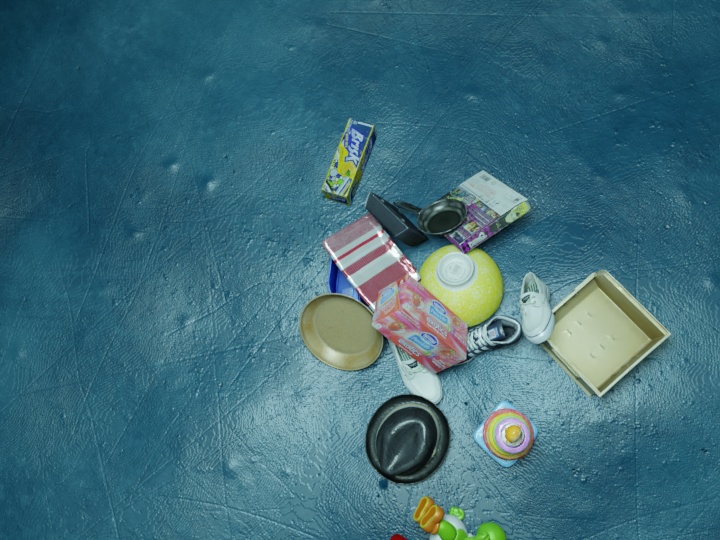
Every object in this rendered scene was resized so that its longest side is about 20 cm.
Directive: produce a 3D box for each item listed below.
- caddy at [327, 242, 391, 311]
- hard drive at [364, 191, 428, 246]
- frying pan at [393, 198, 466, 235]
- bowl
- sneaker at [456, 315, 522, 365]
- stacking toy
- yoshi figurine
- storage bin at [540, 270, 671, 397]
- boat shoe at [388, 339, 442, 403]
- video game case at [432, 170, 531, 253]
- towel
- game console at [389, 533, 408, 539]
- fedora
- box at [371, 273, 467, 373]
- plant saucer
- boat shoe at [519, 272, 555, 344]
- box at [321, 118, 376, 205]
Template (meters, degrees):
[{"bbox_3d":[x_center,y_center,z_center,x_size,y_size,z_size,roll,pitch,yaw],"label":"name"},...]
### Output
[{"bbox_3d":[0.000,0.000,1.453,0.141,0.105,0.201,4,76,8],"label":"caddy"},{"bbox_3d":[0.081,-0.111,1.428,0.135,0.200,0.042,45,100,16],"label":"hard drive"},{"bbox_3d":[0.150,-0.116,1.417,0.190,0.031,0.115,-2,46,28],"label":"frying pan"},{"bbox_3d":[0.217,0.017,1.400,0.200,0.108,0.201,-6,63,11],"label":"bowl"},{"bbox_3d":[0.261,0.152,1.377,0.199,0.109,0.070,-18,73,3],"label":"sneaker"},{"bbox_3d":[0.306,0.333,1.276,0.110,0.200,0.116,41,83,16],"label":"stacking toy"},{"bbox_3d":[0.216,0.530,1.282,0.200,0.112,0.113,37,40,-10],"label":"yoshi figurine"},{"bbox_3d":[0.509,0.134,1.356,0.200,0.094,0.199,-40,74,-3],"label":"storage bin"},{"bbox_3d":[0.113,0.209,1.396,0.073,0.067,0.200,-33,74,-2],"label":"boat shoe"},{"bbox_3d":[0.260,-0.139,1.432,0.181,0.036,0.200,-34,34,-2],"label":"video game case"},{"bbox_3d":[0.026,-0.020,1.399,0.144,0.023,0.200,-34,79,-21],"label":"towel"},{"bbox_3d":[0.122,0.686,1.304,0.172,0.119,0.200,28,80,-18],"label":"game console"},{"bbox_3d":[0.094,0.366,1.332,0.200,0.092,0.201,0,88,12],"label":"fedora"},{"bbox_3d":[0.130,0.115,1.332,0.095,0.200,0.103,-32,29,35],"label":"box"},{"bbox_3d":[-0.040,0.133,1.416,0.200,0.035,0.201,8,118,16],"label":"plant saucer"},{"bbox_3d":[0.368,0.077,1.350,0.073,0.200,0.067,-34,108,26],"label":"boat shoe"},{"bbox_3d":[-0.026,-0.268,1.549,0.070,0.064,0.200,18,79,12],"label":"box"}]
